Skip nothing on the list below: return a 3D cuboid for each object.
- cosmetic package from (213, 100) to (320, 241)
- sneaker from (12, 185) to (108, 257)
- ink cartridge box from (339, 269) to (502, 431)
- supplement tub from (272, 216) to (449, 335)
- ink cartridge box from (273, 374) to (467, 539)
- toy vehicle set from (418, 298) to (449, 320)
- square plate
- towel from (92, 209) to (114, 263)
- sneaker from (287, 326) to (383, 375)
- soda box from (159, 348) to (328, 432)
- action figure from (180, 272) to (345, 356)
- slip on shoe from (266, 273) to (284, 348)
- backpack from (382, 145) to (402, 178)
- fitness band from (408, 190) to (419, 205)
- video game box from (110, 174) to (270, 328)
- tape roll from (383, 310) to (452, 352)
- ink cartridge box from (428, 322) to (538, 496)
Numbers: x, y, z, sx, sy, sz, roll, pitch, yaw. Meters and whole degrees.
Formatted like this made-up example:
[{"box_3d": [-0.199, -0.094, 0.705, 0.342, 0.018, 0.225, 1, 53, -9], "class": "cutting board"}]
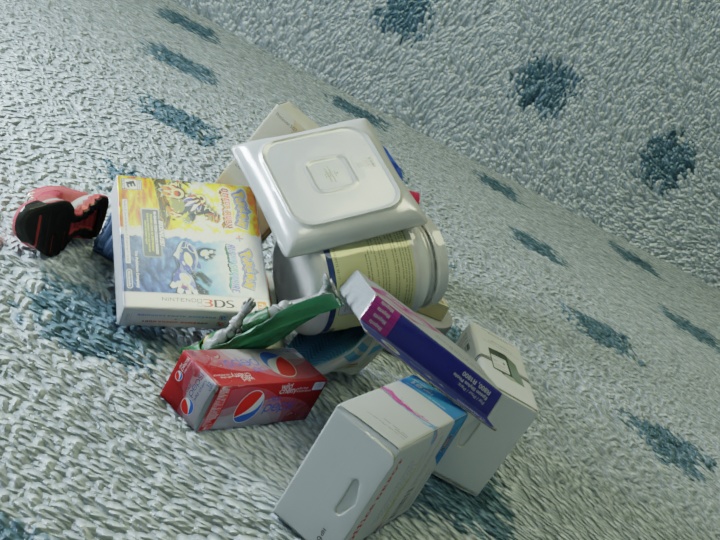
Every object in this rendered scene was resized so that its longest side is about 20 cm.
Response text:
[{"box_3d": [-0.130, -0.126, 1.614, 0.105, 0.200, 0.071, 39, 16, 0], "class": "cosmetic package"}, {"box_3d": [-0.400, -0.069, 1.476, 0.087, 0.074, 0.200, 19, 11, 11], "class": "sneaker"}, {"box_3d": [0.074, 0.088, 1.360, 0.196, 0.043, 0.200, 38, 3, -15], "class": "ink cartridge box"}, {"box_3d": [0.000, 0.000, 1.523, 0.200, 0.145, 0.145, -9, 35, -25], "class": "supplement tub"}, {"box_3d": [0.015, 0.202, 1.228, 0.085, 0.145, 0.200, 36, 17, 17], "class": "ink cartridge box"}, {"box_3d": [0.057, 0.003, 1.849, 0.124, 0.027, 0.200, 23, 18, -23], "class": "toy vehicle set"}, {"box_3d": [-0.040, -0.117, 1.487, 0.198, 0.028, 0.200, -15, 56, -20], "class": "square plate"}, {"box_3d": [-0.239, -0.027, 1.517, 0.200, 0.112, 0.049, 29, -5, 1], "class": "towel"}, {"box_3d": [-0.025, 0.107, 1.559, 0.076, 0.081, 0.200, 27, 34, 30], "class": "sneaker"}, {"box_3d": [-0.129, 0.132, 1.329, 0.070, 0.063, 0.200, 40, 19, 29], "class": "soda box"}, {"box_3d": [-0.119, 0.064, 1.362, 0.118, 0.200, 0.055, 57, 9, -77], "class": "action figure"}, {"box_3d": [-0.134, 0.072, 1.513, 0.061, 0.074, 0.200, -10, 33, -4], "class": "slip on shoe"}, {"box_3d": [-0.016, -0.132, 2.040, 0.162, 0.200, 0.168, 21, 19, -31], "class": "backpack"}, {"box_3d": [0.009, -0.104, 1.606, 0.143, 0.037, 0.200, 8, 3, -2], "class": "fitness band"}, {"box_3d": [-0.211, -0.022, 1.440, 0.182, 0.047, 0.200, 4, 55, -23], "class": "video game box"}, {"box_3d": [0.044, 0.058, 1.829, 0.200, 0.066, 0.200, 27, 18, -9], "class": "tape roll"}, {"box_3d": [0.148, 0.178, 1.522, 0.084, 0.146, 0.200, 30, 17, -10], "class": "ink cartridge box"}]
